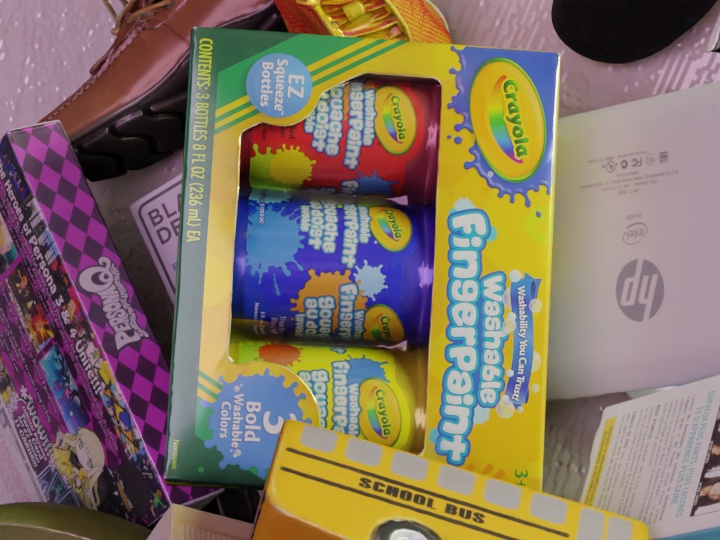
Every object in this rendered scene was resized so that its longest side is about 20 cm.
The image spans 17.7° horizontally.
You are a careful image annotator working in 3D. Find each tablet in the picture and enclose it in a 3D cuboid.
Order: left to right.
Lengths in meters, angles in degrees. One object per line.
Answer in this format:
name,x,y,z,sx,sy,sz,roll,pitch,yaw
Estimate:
tablet,0.127,-0.012,1.037,0.199,0.014,0.131,-10,81,46

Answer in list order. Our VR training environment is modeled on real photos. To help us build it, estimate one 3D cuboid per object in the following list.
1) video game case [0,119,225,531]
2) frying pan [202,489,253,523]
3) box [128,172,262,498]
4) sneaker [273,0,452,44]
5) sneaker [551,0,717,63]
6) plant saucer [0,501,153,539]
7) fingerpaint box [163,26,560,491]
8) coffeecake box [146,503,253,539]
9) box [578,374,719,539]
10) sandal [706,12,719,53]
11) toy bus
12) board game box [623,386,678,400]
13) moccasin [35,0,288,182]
video game case,-0.154,0.055,1.146,0.181,0.036,0.201,-44,68,53
frying pan,-0.097,0.083,1.166,0.190,0.031,0.115,43,148,56
box,-0.019,0.030,1.128,0.116,0.060,0.201,-29,77,18
sneaker,-0.011,-0.127,1.079,0.073,0.077,0.200,-32,120,9
sneaker,0.157,-0.192,1.067,0.067,0.108,0.202,25,134,-6
plant saucer,-0.126,0.168,1.118,0.199,0.200,0.031,1,51,23
fingerpaint box,0.000,0.000,1.031,0.166,0.073,0.201,4,83,-4
coffeecake box,-0.054,0.205,1.041,0.200,0.153,0.073,-55,27,40
box,0.174,0.084,0.965,0.200,0.049,0.083,-21,41,51
sandal,0.184,-0.087,1.039,0.059,0.079,0.208,9,86,42
toy bus,0.052,0.130,0.947,0.199,0.078,0.065,16,125,-1
board game box,0.167,0.033,1.070,0.200,0.030,0.096,45,104,21
moccasin,-0.091,-0.120,1.160,0.201,0.074,0.078,-42,66,17
